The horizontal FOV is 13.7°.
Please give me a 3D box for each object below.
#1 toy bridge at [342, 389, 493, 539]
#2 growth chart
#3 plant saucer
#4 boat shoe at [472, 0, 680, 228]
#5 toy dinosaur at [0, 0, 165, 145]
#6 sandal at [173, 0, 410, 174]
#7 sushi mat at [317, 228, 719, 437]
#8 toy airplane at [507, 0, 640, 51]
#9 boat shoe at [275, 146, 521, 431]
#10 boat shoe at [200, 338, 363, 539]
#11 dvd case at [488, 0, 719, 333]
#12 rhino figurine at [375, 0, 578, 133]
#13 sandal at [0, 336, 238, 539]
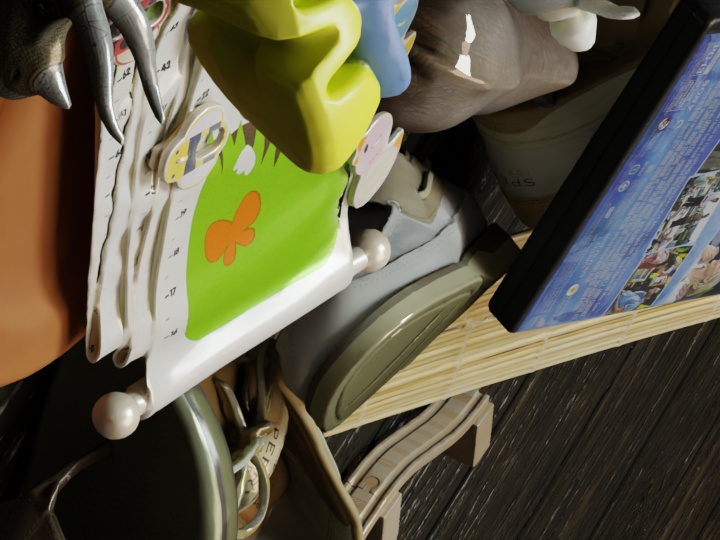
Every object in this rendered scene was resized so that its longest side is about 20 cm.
[{"bbox_3d":[0.003,0.112,1.291,0.200,0.027,0.067,-53,158,-35],"label":"toy bridge"},{"bbox_3d":[-0.028,-0.044,0.828,0.145,0.018,0.200,-38,150,-33],"label":"growth chart"},{"bbox_3d":[-0.080,-0.048,0.798,0.200,0.037,0.200,-55,161,-30],"label":"plant saucer"},{"bbox_3d":[0.131,-0.076,1.114,0.200,0.074,0.069,-24,124,-16],"label":"boat shoe"},{"bbox_3d":[-0.074,-0.123,0.597,0.077,0.102,0.200,-55,162,-30],"label":"toy dinosaur"},{"bbox_3d":[-0.021,-0.125,0.691,0.087,0.079,0.200,-33,125,-15],"label":"sandal"},{"bbox_3d":[0.075,0.010,1.202,0.200,0.012,0.096,-16,141,-22],"label":"sushi mat"},{"bbox_3d":[0.118,-0.143,0.855,0.199,0.141,0.200,8,136,-29],"label":"toy airplane"},{"bbox_3d":[0.000,0.000,1.018,0.075,0.068,0.200,-44,178,12],"label":"boat shoe"},{"bbox_3d":[-0.041,0.061,1.024,0.073,0.063,0.200,-61,162,-9],"label":"boat shoe"},{"bbox_3d":[0.145,-0.045,1.082,0.200,0.018,0.143,-9,138,-46],"label":"dvd case"},{"bbox_3d":[0.028,-0.081,0.986,0.060,0.087,0.200,-68,164,13],"label":"rhino figurine"},{"bbox_3d":[-0.098,0.113,0.916,0.057,0.080,0.201,4,111,-57],"label":"sandal"}]
